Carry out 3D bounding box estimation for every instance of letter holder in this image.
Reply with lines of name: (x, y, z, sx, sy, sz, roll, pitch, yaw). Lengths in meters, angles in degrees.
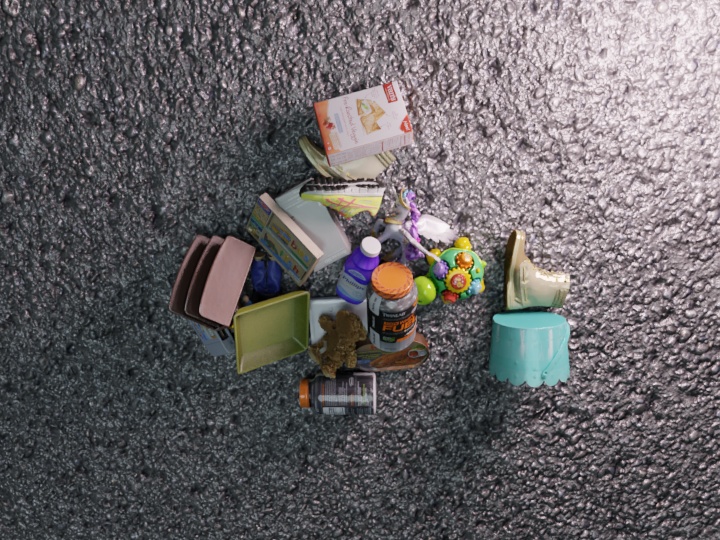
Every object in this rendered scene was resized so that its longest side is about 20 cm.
letter holder: (-0.351, 0.018, 1.558, 0.140, 0.100, 0.204, 25, 69, -23)

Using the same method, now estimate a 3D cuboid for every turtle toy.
turtle toy: (0.211, 0.020, 1.599, 0.196, 0.101, 0.148, -21, 106, 10)

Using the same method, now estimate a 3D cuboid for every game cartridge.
game cartridge: (-0.387, 0.122, 1.652, 0.132, 0.041, 0.203, -20, 101, 53)

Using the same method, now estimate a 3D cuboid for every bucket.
bucket: (0.405, 0.181, 1.594, 0.202, 0.207, 0.138, -1, 101, 3)

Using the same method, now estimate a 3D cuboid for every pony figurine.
pony figurine: (0.109, -0.078, 1.558, 0.192, 0.167, 0.201, 37, 124, 2)

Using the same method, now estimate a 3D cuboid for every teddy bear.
teddy bear: (-0.056, 0.178, 1.647, 0.144, 0.066, 0.203, 35, 116, 31)

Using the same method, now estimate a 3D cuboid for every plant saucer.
plant saucer: (-0.224, 0.141, 1.633, 0.196, 0.048, 0.203, -17, 134, -25)

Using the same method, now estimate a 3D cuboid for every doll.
doll: (-0.228, 0.058, 1.661, 0.133, 0.049, 0.205, 2, 108, 0)

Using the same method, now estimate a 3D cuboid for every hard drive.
hard drive: (-0.031, 0.129, 1.687, 0.195, 0.025, 0.135, -3, 109, 4)

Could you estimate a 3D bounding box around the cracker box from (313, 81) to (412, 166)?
cracker box: (0.006, -0.325, 1.468, 0.196, 0.058, 0.137, -16, 69, -2)

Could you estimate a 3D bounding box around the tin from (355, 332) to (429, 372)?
tin: (0.075, 0.204, 1.680, 0.195, 0.042, 0.113, -6, 138, 5)

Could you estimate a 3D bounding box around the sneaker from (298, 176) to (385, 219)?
sneaker: (-0.042, -0.157, 1.503, 0.195, 0.079, 0.092, 2, 120, -8)

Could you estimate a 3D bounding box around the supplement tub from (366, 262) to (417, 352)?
supplement tub: (0.073, 0.085, 1.554, 0.119, 0.124, 0.202, 0, 137, 3)

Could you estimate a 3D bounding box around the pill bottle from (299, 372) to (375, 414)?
pill bottle: (-0.058, 0.316, 1.709, 0.195, 0.107, 0.109, 0, 109, 3)

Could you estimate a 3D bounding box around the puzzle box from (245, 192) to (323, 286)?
puzzle box: (-0.182, -0.071, 1.564, 0.200, 0.025, 0.133, 46, 141, 6)

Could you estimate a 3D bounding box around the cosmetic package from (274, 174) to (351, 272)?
cosmetic package: (-0.110, -0.112, 1.580, 0.105, 0.090, 0.203, -28, 102, 8)

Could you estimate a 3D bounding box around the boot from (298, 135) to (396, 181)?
boot: (-0.031, -0.275, 1.529, 0.199, 0.072, 0.155, 41, 106, -16)

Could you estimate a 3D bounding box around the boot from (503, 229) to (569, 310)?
boot: (0.426, 0.000, 1.596, 0.152, 0.073, 0.205, 0, 110, 3)

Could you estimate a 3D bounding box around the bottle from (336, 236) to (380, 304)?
bottle: (0.000, 0.000, 1.573, 0.082, 0.066, 0.201, 28, 142, 3)

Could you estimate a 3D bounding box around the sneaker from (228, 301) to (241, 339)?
sneaker: (-0.317, 0.150, 1.679, 0.077, 0.082, 0.202, -27, 106, 10)
